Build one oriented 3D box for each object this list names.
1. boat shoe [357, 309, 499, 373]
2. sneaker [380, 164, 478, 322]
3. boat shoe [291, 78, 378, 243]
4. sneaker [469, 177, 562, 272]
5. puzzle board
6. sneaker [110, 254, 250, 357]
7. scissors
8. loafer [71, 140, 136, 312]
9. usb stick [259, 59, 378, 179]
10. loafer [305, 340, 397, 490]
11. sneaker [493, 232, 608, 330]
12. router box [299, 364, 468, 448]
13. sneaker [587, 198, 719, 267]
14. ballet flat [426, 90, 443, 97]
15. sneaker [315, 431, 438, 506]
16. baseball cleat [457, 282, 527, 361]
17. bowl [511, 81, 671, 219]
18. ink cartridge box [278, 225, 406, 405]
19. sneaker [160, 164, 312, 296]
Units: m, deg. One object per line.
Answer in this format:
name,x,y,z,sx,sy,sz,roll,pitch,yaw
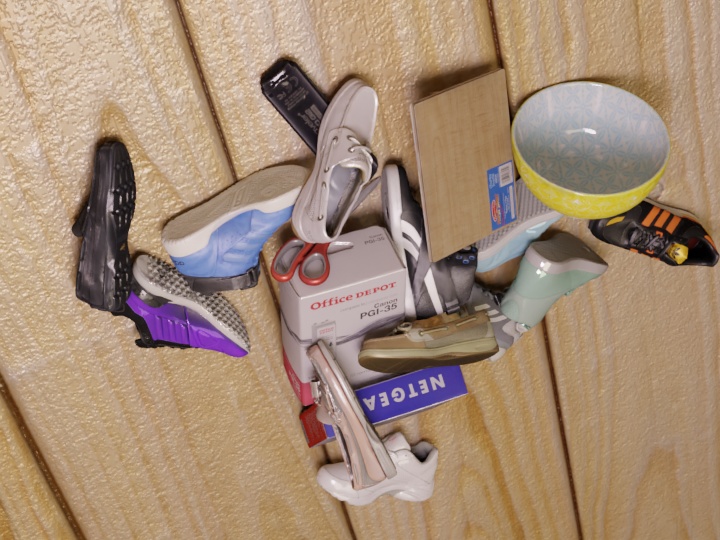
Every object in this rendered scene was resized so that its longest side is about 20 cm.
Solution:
boat shoe,0.082,0.086,1.666,0.198,0.064,0.073,-4,163,-27
sneaker,0.091,-0.042,1.684,0.110,0.073,0.203,-10,105,-6
boat shoe,-0.014,-0.125,1.557,0.070,0.069,0.203,22,84,-39
sneaker,0.217,-0.067,1.764,0.198,0.074,0.082,-29,150,-3
puzzle board,0.127,-0.129,1.629,0.150,0.017,0.203,-25,119,-33
sneaker,-0.229,0.064,1.652,0.099,0.070,0.199,-43,124,17
scissors,-0.043,-0.056,1.628,0.072,0.201,0.014,15,143,18
loafer,-0.301,-0.051,1.538,0.069,0.068,0.204,12,110,15
usb stick,-0.047,-0.170,1.592,0.055,0.033,0.200,-38,129,6
loafer,-0.023,0.184,1.633,0.062,0.072,0.202,-29,109,-2
sneaker,0.254,0.018,1.800,0.199,0.074,0.119,-4,130,-53
router box,0.028,0.178,1.776,0.197,0.050,0.180,-16,172,-13
sneaker,0.410,-0.048,1.837,0.197,0.090,0.071,8,118,-28
ballet flat,0.132,-0.150,1.676,0.046,0.068,0.200,-10,140,33
sneaker,0.026,0.273,1.903,0.198,0.078,0.101,1,115,-35
baseball cleat,0.170,0.038,1.814,0.106,0.070,0.201,-36,138,-6
bowl,0.282,-0.130,1.672,0.197,0.201,0.108,-16,141,-12
ink cartridge box,-0.023,0.058,1.674,0.144,0.083,0.202,-15,137,-15
sneaker,-0.131,-0.042,1.612,0.198,0.077,0.112,-28,128,-5
